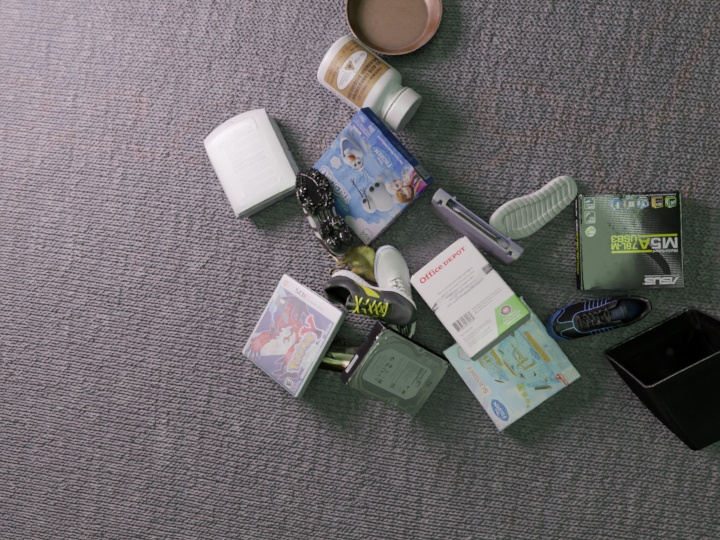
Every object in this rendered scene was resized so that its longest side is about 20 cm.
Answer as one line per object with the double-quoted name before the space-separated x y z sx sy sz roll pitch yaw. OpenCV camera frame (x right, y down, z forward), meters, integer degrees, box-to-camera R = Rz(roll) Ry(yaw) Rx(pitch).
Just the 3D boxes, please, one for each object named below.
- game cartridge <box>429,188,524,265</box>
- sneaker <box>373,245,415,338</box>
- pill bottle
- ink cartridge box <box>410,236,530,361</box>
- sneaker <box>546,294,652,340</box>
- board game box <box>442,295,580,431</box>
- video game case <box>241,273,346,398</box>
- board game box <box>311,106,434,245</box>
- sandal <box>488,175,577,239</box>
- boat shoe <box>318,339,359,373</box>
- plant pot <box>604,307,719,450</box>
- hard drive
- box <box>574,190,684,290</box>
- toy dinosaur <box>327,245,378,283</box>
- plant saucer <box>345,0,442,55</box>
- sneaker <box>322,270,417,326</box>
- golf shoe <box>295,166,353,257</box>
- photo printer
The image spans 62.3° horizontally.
"game cartridge" 0.227 -0.085 1.190 0.200 0.130 0.038 37 92 5
"sneaker" 0.080 0.047 1.220 0.073 0.071 0.200 -17 101 -10
"pill bottle" 0.021 -0.376 1.220 0.200 0.114 0.114 38 94 5
"ink cartridge box" 0.218 0.056 1.191 0.145 0.084 0.200 -38 69 5
"sneaker" 0.469 0.088 1.173 0.200 0.078 0.070 -17 84 -4
"board game box" 0.307 0.189 1.226 0.199 0.041 0.200 -36 86 6
"video game case" -0.143 0.133 1.251 0.182 0.023 0.200 31 95 32
"board game box" 0.014 -0.188 1.214 0.200 0.043 0.199 48 125 4
"sandal" 0.351 -0.124 1.219 0.202 0.050 0.083 -26 102 -6
"boat shoe" -0.044 0.178 1.260 0.199 0.073 0.065 10 67 14
"plant pot" 0.621 0.211 1.121 0.199 0.200 0.178 -29 98 6
"hard drive" 0.074 0.201 1.200 0.200 0.038 0.140 32 95 -33
"box" 0.536 -0.058 1.195 0.199 0.048 0.194 -1 88 7
"toy dinosaur" 0.000 0.000 1.254 0.200 0.058 0.101 43 94 5
"plant saucer" 0.069 -0.537 1.243 0.200 0.037 0.201 0 84 1
"sneaker" 0.013 0.066 1.166 0.200 0.085 0.075 20 115 21
"golf shoe" -0.084 -0.114 1.229 0.078 0.095 0.200 -19 73 -15
"photo printer" -0.231 -0.234 1.274 0.166 0.069 0.200 -27 87 6
